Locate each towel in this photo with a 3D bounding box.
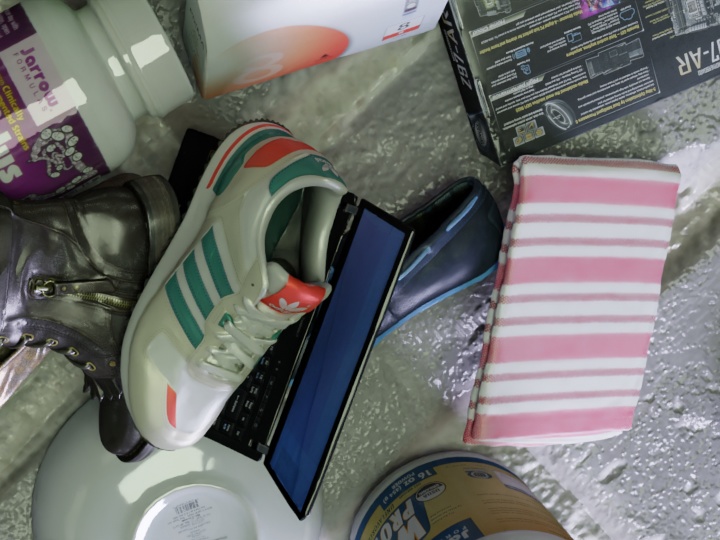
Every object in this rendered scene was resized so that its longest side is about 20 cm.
[{"bbox_3d":[0.141,0.020,1.169,0.146,0.030,0.202,1,104,-37],"label":"towel"}]

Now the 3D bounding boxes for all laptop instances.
[{"bbox_3d":[-0.069,0.025,1.032,0.199,0.103,0.178,23,95,19],"label":"laptop"}]

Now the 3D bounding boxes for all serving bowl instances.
[{"bbox_3d":[-0.114,0.167,1.142,0.198,0.066,0.202,-4,106,-15],"label":"serving bowl"}]

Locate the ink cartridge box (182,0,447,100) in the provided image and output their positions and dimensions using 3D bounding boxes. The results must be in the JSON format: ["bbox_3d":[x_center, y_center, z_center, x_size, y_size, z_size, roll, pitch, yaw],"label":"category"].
[{"bbox_3d":[-0.018,-0.166,1.001,0.161,0.200,0.050,-18,85,-10],"label":"ink cartridge box"}]

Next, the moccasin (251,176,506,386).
[{"bbox_3d":[0.000,0.000,1.122,0.199,0.080,0.069,-33,129,-17],"label":"moccasin"}]

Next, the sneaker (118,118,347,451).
[{"bbox_3d":[-0.069,0.018,0.976,0.070,0.093,0.201,20,96,-39],"label":"sneaker"}]

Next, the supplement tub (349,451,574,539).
[{"bbox_3d":[0.082,0.218,1.139,0.143,0.200,0.146,-4,107,-15],"label":"supplement tub"}]

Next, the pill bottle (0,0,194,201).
[{"bbox_3d":[-0.203,-0.090,1.015,0.199,0.112,0.113,-30,112,-5],"label":"pill bottle"}]

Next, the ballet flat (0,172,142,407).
[{"bbox_3d":[-0.204,0.017,1.062,0.200,0.068,0.067,-53,149,3],"label":"ballet flat"}]

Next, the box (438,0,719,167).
[{"bbox_3d":[0.150,-0.179,1.125,0.199,0.044,0.161,-23,111,-8],"label":"box"}]

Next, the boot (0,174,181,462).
[{"bbox_3d":[-0.195,0.030,0.999,0.173,0.069,0.202,-9,116,-30],"label":"boot"}]
